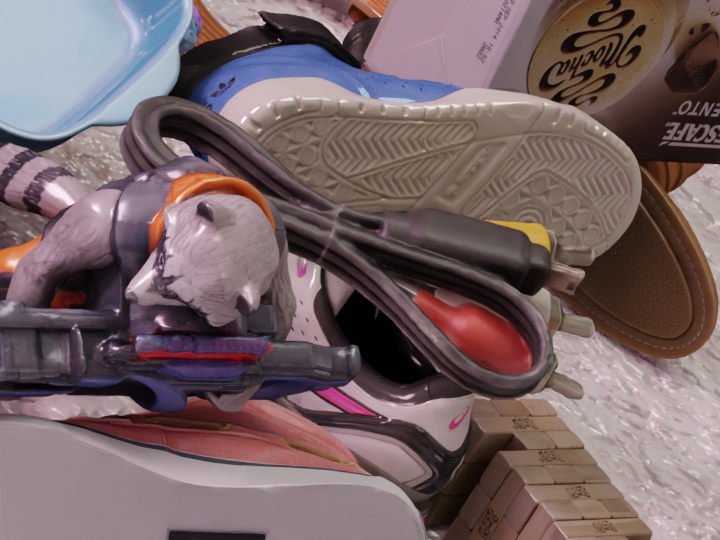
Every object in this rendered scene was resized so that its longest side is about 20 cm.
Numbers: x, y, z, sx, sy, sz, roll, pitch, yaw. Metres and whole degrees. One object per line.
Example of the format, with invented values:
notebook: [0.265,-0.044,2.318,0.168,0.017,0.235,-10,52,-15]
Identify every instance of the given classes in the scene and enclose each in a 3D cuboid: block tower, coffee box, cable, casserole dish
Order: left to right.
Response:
casserole dish: [-0.158,-0.123,1.140,0.200,0.039,0.121,42,54,1]
cable: [0.000,0.000,1.104,0.200,0.050,0.097,15,49,-10]
block tower: [0.090,0.129,1.138,0.058,0.054,0.200,1,39,-43]
coffee box: [0.115,-0.117,1.350,0.200,0.113,0.080,2,34,-43]

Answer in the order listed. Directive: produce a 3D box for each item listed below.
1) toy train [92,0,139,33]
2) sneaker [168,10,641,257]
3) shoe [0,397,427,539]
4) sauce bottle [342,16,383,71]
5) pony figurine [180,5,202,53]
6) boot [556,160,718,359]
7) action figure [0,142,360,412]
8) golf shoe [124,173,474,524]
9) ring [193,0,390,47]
toy train: [-0.163,-0.159,1.216,0.200,0.116,0.085,65,27,-6]
sneaker: [0.013,-0.057,1.214,0.200,0.077,0.111,4,21,-28]
shoe: [-0.081,0.082,1.036,0.200,0.072,0.091,7,10,-18]
sauce bottle: [0.002,-0.050,1.328,0.065,0.065,0.200,25,31,-12]
pony figurine: [-0.136,-0.189,1.356,0.200,0.167,0.193,31,66,-6]
boot: [0.131,-0.041,1.457,0.200,0.077,0.155,44,23,22]
action figure: [-0.107,-0.004,1.018,0.200,0.105,0.193,3,-2,-41]
golf shoe: [-0.026,0.015,1.172,0.200,0.092,0.073,44,32,27]
ring: [-0.030,-0.117,1.473,0.200,0.019,0.200,24,27,-13]
